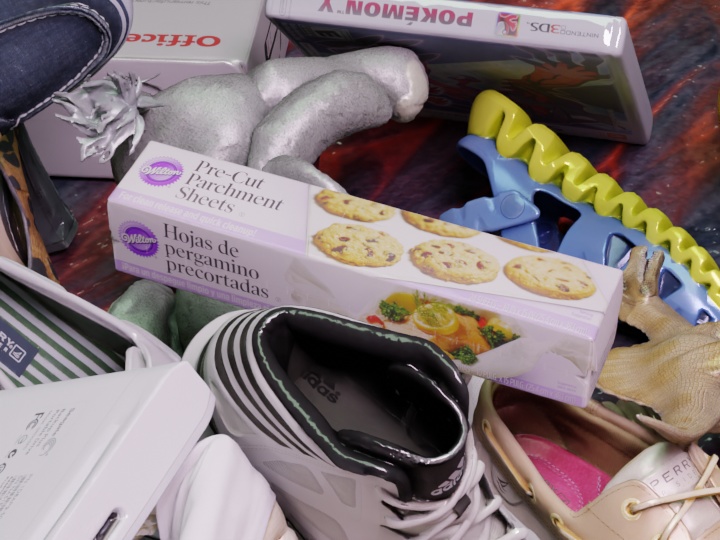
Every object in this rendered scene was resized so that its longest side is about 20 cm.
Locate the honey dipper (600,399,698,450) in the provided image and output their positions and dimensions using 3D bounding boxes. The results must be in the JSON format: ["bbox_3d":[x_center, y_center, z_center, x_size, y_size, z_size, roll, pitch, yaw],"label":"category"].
[{"bbox_3d":[0.193,0.060,0.822,0.198,0.038,0.038,-11,37,-18],"label":"honey dipper"}]

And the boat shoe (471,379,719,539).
[{"bbox_3d":[0.108,0.096,0.675,0.073,0.070,0.199,-25,35,-33],"label":"boat shoe"}]

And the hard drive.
[{"bbox_3d":[-0.151,0.095,0.621,0.199,0.027,0.132,-11,36,43],"label":"hard drive"}]

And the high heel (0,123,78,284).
[{"bbox_3d":[-0.197,-0.028,0.864,0.071,0.143,0.201,-19,30,13],"label":"high heel"}]

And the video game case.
[{"bbox_3d":[0.060,-0.108,0.960,0.180,0.023,0.200,8,-7,14],"label":"video game case"}]

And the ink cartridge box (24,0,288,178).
[{"bbox_3d":[-0.122,-0.140,1.069,0.144,0.085,0.201,2,37,6],"label":"ink cartridge box"}]

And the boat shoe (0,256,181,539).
[{"bbox_3d":[-0.105,0.058,0.728,0.067,0.199,0.074,-17,45,62],"label":"boat shoe"}]

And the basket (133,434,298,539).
[{"bbox_3d":[-0.079,0.175,0.567,0.135,0.124,0.201,-23,29,27],"label":"basket"}]

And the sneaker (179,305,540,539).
[{"bbox_3d":[0.023,0.090,0.601,0.076,0.200,0.115,-48,7,-16],"label":"sneaker"}]

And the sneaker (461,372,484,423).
[{"bbox_3d":[0.026,0.045,0.758,0.073,0.116,0.200,33,33,6],"label":"sneaker"}]

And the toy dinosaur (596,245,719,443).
[{"bbox_3d":[0.139,0.047,0.706,0.100,0.059,0.200,4,18,3],"label":"toy dinosaur"}]

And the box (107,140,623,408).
[{"bbox_3d":[0.000,0.000,0.682,0.198,0.039,0.042,17,46,17],"label":"box"}]

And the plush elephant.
[{"bbox_3d":[-0.049,-0.012,0.850,0.164,0.156,0.199,-29,-16,29],"label":"plush elephant"}]

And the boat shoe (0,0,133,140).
[{"bbox_3d":[-0.190,-0.066,0.807,0.199,0.071,0.091,-24,42,11],"label":"boat shoe"}]

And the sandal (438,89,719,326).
[{"bbox_3d":[0.111,-0.004,0.893,0.200,0.079,0.087,39,89,33],"label":"sandal"}]

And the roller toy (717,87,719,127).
[{"bbox_3d":[0.298,-0.090,0.896,0.182,0.200,0.140,32,35,-12],"label":"roller toy"}]
